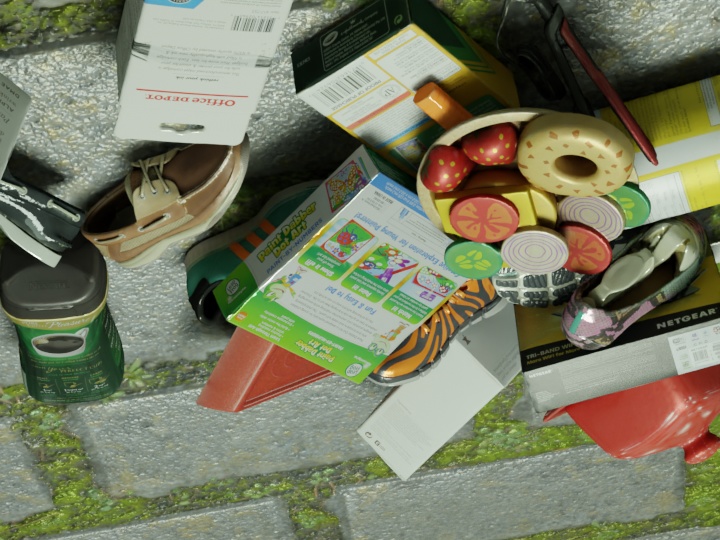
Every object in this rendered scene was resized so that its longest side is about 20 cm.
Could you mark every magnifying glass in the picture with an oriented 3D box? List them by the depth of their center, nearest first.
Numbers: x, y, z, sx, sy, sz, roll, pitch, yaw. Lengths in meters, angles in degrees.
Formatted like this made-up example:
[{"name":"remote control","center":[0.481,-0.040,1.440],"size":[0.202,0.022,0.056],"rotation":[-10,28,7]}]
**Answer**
[{"name":"magnifying glass","center":[0.121,-0.097,1.610],"size":[0.079,0.023,0.200],"rotation":[-27,128,36]}]

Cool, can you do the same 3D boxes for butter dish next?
[{"name":"butter dish","center":[0.329,0.136,1.974],"size":[0.199,0.148,0.200],"rotation":[-18,162,-49]}]

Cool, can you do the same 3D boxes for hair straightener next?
[{"name":"hair straightener","center":[0.174,-0.152,1.591],"size":[0.077,0.041,0.200],"rotation":[-32,112,13]}]

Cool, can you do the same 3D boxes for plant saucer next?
[{"name":"plant saucer","center":[-0.048,0.064,1.847],"size":[0.199,0.037,0.200],"rotation":[-21,156,-36]}]

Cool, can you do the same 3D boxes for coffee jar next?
[{"name":"coffee jar","center":[-0.287,0.045,1.790],"size":[0.103,0.086,0.201],"rotation":[-3,146,-3]}]

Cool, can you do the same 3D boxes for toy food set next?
[{"name":"toy food set","center":[0.147,-0.063,1.596],"size":[0.198,0.049,0.199],"rotation":[-6,139,15]}]

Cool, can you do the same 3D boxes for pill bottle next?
[{"name":"pill bottle","center":[0.265,-0.102,1.686],"size":[0.199,0.113,0.112],"rotation":[-15,146,12]}]

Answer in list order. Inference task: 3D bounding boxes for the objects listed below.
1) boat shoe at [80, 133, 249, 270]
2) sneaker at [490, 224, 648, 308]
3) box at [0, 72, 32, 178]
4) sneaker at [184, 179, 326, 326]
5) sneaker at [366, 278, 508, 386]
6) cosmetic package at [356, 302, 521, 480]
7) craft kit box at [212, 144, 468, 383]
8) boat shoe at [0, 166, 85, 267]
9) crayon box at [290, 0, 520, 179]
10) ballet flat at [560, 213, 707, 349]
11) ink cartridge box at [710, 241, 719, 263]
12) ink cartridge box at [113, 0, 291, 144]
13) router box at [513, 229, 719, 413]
[{"name":"boat shoe","center":[-0.177,-0.067,1.667],"size":[0.072,0.076,0.200],"rotation":[24,132,-36]},{"name":"sneaker","center":[0.201,-0.027,1.762],"size":[0.199,0.080,0.078],"rotation":[-23,136,-25]},{"name":"box","center":[-0.403,-0.106,1.457],"size":[0.200,0.131,0.199],"rotation":[39,126,-24]},{"name":"sneaker","center":[-0.083,-0.012,1.760],"size":[0.199,0.080,0.071],"rotation":[-30,140,28]},{"name":"sneaker","center":[0.073,0.022,1.814],"size":[0.200,0.077,0.112],"rotation":[-40,150,-29]},{"name":"cosmetic package","center":[0.095,0.119,1.954],"size":[0.081,0.113,0.200],"rotation":[45,135,2]},{"name":"craft kit box","center":[0.000,0.000,1.694],"size":[0.198,0.049,0.200],"rotation":[-45,139,14]},{"name":"boat shoe","center":[-0.327,-0.081,1.623],"size":[0.200,0.076,0.060],"rotation":[39,86,-37]},{"name":"crayon box","center":[0.050,-0.155,1.613],"size":[0.125,0.052,0.200],"rotation":[-28,141,26]},{"name":"ballet flat","center":[0.258,-0.003,1.686],"size":[0.200,0.069,0.071],"rotation":[-37,161,-30]},{"name":"ink cartridge box","center":[0.278,-0.001,1.876],"size":[0.199,0.068,0.116],"rotation":[-16,146,9]},{"name":"ink cartridge box","center":[-0.130,-0.191,1.488],"size":[0.115,0.068,0.200],"rotation":[3,144,-17]},{"name":"router box","center":[0.247,0.046,1.751],"size":[0.199,0.158,0.052],"rotation":[-16,120,9]}]
